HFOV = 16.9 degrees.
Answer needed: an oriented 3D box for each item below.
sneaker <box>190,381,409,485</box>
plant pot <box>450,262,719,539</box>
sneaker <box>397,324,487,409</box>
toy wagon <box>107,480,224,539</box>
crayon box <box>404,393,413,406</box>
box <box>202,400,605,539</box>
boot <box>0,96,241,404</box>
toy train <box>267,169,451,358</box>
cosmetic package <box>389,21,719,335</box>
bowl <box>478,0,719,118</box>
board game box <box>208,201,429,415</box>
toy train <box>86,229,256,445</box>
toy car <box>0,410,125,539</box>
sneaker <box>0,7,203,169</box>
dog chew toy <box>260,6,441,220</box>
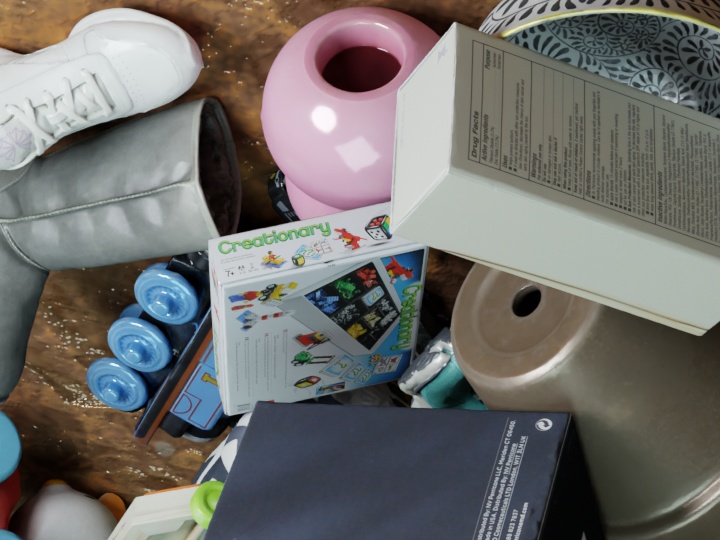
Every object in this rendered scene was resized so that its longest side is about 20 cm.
[{"bbox_3d":[-0.053,0.132,1.657,0.079,0.199,0.130,46,119,2],"label":"sneaker"},{"bbox_3d":[0.150,0.054,1.450,0.200,0.200,0.175,-22,140,32],"label":"plant pot"},{"bbox_3d":[0.078,0.079,1.569,0.080,0.078,0.200,42,171,18],"label":"sneaker"},{"bbox_3d":[-0.067,0.203,1.594,0.200,0.040,0.155,18,138,-16],"label":"toy wagon"},{"bbox_3d":[-0.007,0.191,1.725,0.058,0.173,0.200,37,133,-17],"label":"crayon box"},{"bbox_3d":[0.037,0.184,1.427,0.198,0.123,0.200,1,135,19],"label":"box"},{"bbox_3d":[-0.171,-0.010,1.563,0.200,0.182,0.073,-6,178,18],"label":"boot"},{"bbox_3d":[0.000,0.000,1.617,0.046,0.034,0.200,-13,133,33],"label":"toy train"},{"bbox_3d":[0.121,-0.048,1.331,0.200,0.104,0.073,18,144,-19],"label":"cosmetic package"},{"bbox_3d":[0.145,-0.120,1.396,0.200,0.094,0.201,3,147,2],"label":"bowl"},{"bbox_3d":[-0.027,0.025,1.485,0.126,0.035,0.200,-12,155,-8],"label":"board game box"},{"bbox_3d":[-0.108,0.047,1.642,0.114,0.087,0.200,30,136,-3],"label":"toy train"},{"bbox_3d":[-0.250,0.195,1.833,0.200,0.177,0.184,1,162,-34],"label":"toy car"},{"bbox_3d":[-0.189,-0.099,1.499,0.200,0.100,0.075,-12,132,22],"label":"sneaker"},{"bbox_3d":[0.007,-0.067,1.481,0.124,0.125,0.200,4,146,8],"label":"dog chew toy"}]
